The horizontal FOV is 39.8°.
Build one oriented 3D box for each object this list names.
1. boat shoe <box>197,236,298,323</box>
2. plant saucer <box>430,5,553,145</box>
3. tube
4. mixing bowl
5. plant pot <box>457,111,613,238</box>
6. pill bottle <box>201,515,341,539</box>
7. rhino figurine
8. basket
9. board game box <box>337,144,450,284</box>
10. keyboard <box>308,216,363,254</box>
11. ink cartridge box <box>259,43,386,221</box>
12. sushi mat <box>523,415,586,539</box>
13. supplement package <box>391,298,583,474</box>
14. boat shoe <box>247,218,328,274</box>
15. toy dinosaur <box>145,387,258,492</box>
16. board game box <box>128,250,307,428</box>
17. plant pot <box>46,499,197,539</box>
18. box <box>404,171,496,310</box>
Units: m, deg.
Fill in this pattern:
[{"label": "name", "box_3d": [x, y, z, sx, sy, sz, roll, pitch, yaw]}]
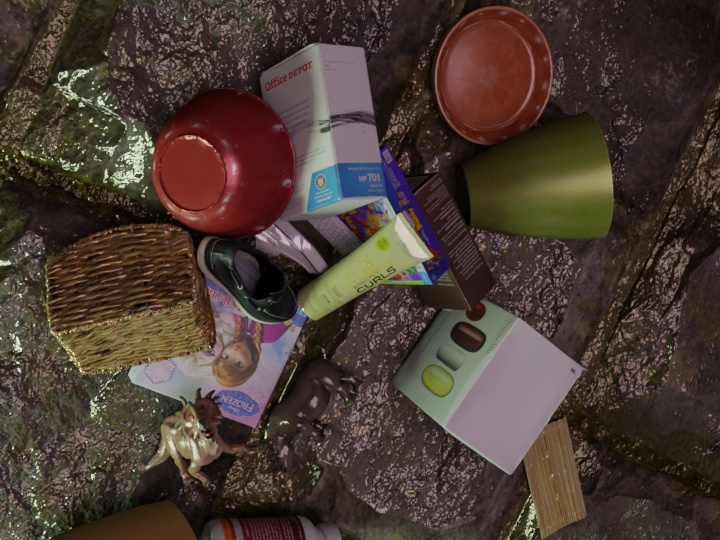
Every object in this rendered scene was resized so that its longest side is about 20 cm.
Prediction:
[{"label": "boat shoe", "box_3d": [-0.132, 0.015, 1.328, 0.199, 0.065, 0.075, 48, 52, -44]}, {"label": "plant saucer", "box_3d": [0.194, -0.289, 1.482, 0.198, 0.032, 0.203, -5, 104, -20]}, {"label": "tube", "box_3d": [0.000, 0.000, 1.378, 0.199, 0.052, 0.058, -32, 147, 23]}, {"label": "mixing bowl", "box_3d": [-0.191, -0.130, 1.273, 0.197, 0.108, 0.203, 4, 103, 17]}, {"label": "plant pot", "box_3d": [0.249, -0.127, 1.477, 0.197, 0.187, 0.190, -9, 106, -3]}, {"label": "pill bottle", "box_3d": [-0.131, 0.423, 1.474, 0.197, 0.113, 0.115, 2, 101, -21]}, {"label": "rhino figurine", "box_3d": [-0.086, 0.219, 1.473, 0.087, 0.060, 0.201, 38, 88, -5]}, {"label": "basket", "box_3d": [-0.303, 0.034, 1.319, 0.197, 0.149, 0.144, -13, 62, -3]}, {"label": "board game box", "box_3d": [0.028, -0.074, 1.407, 0.045, 0.134, 0.201, -42, 114, -30]}, {"label": "keyboard", "box_3d": [-0.074, -0.094, 1.411, 0.200, 0.056, 0.011, 45, 60, -24]}, {"label": "ink cartridge box", "box_3d": [-0.052, -0.178, 1.313, 0.085, 0.146, 0.203, -4, 84, -38]}, {"label": "sushi mat", "box_3d": [0.327, 0.351, 1.689, 0.095, 0.012, 0.202, -20, 108, -14]}, {"label": "supplement package", "box_3d": [0.183, 0.157, 1.488, 0.147, 0.200, 0.192, 36, 87, -24]}, {"label": "boat shoe", "box_3d": [-0.131, -0.053, 1.390, 0.200, 0.072, 0.066, 43, 90, -23]}, {"label": "toy dinosaur", "box_3d": [-0.237, 0.227, 1.380, 0.136, 0.198, 0.086, 59, 43, -22]}, {"label": "board game box", "box_3d": [-0.197, 0.098, 1.413, 0.198, 0.041, 0.201, 24, 93, -24]}, {"label": "plant pot", "box_3d": [-0.327, 0.412, 1.374, 0.199, 0.186, 0.188, -30, 111, -26]}, {"label": "box", "box_3d": [0.108, -0.041, 1.460, 0.075, 0.100, 0.202, -40, 114, -29]}]
